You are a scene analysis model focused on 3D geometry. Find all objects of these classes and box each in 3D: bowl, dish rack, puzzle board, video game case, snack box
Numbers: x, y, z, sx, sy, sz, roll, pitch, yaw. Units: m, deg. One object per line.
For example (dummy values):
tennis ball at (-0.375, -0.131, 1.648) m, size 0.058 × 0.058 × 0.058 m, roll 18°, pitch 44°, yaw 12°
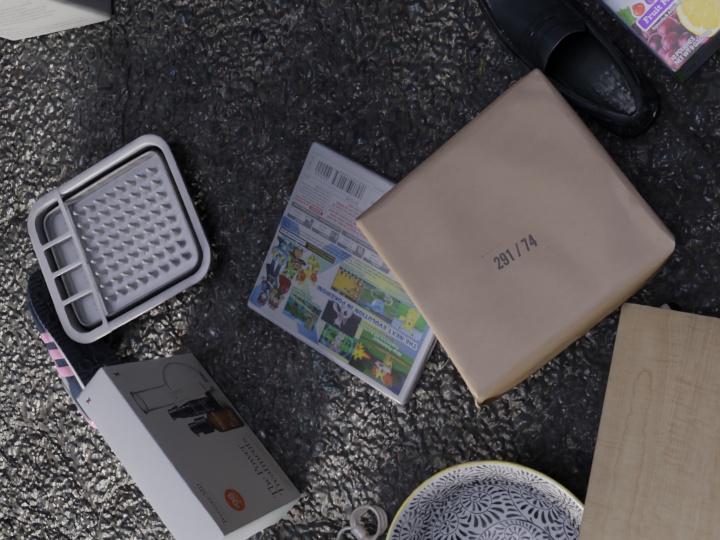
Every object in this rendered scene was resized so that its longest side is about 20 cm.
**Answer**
bowl at (0.124, 0.261, 0.763) m, size 0.197 × 0.094 × 0.205 m, roll -1°, pitch 86°, yaw 18°
dish rack at (-0.256, -0.033, 0.965) m, size 0.198 × 0.043 × 0.174 m, roll -27°, pitch 79°, yaw 16°
puzzle board at (0.254, 0.136, 0.666) m, size 0.148 × 0.017 × 0.204 m, roll 10°, pitch 86°, yaw 29°
video game case at (0.000, 0.000, 0.863) m, size 0.198 × 0.022 × 0.185 m, roll 30°, pitch 104°, yaw 21°
snack box at (0.242, -0.276, 0.718) m, size 0.142 × 0.053 × 0.201 m, roll -44°, pitch 73°, yaw 19°

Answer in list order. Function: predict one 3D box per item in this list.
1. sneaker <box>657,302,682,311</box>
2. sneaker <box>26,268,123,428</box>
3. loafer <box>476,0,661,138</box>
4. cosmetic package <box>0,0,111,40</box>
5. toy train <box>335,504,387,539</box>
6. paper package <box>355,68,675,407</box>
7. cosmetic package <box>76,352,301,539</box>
sneaker at (0.304, 0.090, 0.689) m, size 0.198 × 0.073 × 0.081 m, roll 24°, pitch 100°, yaw 23°
sneaker at (-0.329, 0.091, 1.005) m, size 0.201 × 0.069 × 0.082 m, roll 56°, pitch 137°, yaw 24°
loafer at (0.171, -0.191, 0.745) m, size 0.201 × 0.070 × 0.068 m, roll 48°, pitch 109°, yaw 17°
cosmetic package at (-0.396, -0.358, 0.947) m, size 0.162 × 0.199 × 0.168 m, roll -2°, pitch 91°, yaw 25°
toy train at (0.020, 0.336, 0.841) m, size 0.149 × 0.056 × 0.201 m, roll -28°, pitch 68°, yaw -17°
paper package at (0.129, -0.026, 0.738) m, size 0.199 × 0.103 × 0.192 m, roll -39°, pitch 76°, yaw 13°
cosmetic package at (-0.166, 0.177, 0.879) m, size 0.052 × 0.150 × 0.200 m, roll -47°, pitch 73°, yaw 19°
